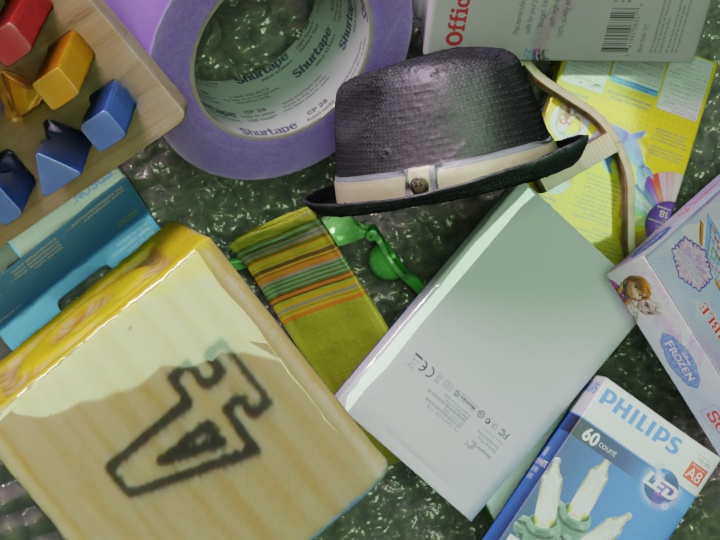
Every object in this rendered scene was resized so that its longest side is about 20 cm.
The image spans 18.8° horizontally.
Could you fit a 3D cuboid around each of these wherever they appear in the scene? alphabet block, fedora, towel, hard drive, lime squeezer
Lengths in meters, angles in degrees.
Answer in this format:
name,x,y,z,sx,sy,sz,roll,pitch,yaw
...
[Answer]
name,x,y,z,sx,sy,sz,roll,pitch,yaw
alphabet block,-0.127,0.106,1.466,0.196,0.195,0.200,-40,100,-8
fedora,0.051,-0.099,1.462,0.199,0.201,0.093,-13,98,-8
towel,-0.013,0.050,1.540,0.018,0.086,0.201,-43,106,-43
hard drive,0.093,0.056,1.516,0.132,0.025,0.200,41,88,-13
lime squeezer,0.000,0.000,1.572,0.198,0.038,0.071,18,87,-8

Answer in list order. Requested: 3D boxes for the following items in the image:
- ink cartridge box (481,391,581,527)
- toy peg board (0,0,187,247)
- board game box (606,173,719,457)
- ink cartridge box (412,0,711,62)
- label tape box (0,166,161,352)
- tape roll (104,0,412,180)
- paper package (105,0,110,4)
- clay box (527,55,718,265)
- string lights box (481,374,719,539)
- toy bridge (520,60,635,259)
name,x,y,z,sx,sy,sz,roll,pitch,yaw
ink cartridge box,0.115,0.112,1.576,0.103,0.059,0.201,-28,93,-5
toy peg board,-0.251,-0.106,1.380,0.199,0.098,0.200,-32,112,20
board game box,0.289,0.036,1.558,0.199,0.041,0.201,-36,95,-44
ink cartridge box,0.140,-0.246,1.514,0.198,0.148,0.146,0,51,-8
label tape box,-0.238,-0.049,1.525,0.144,0.063,0.201,-38,94,-6
tape roll,-0.070,-0.169,1.486,0.198,0.085,0.201,-17,130,-22
paper package,-0.156,-0.302,1.519,0.199,0.103,0.192,-32,94,-8
clay box,0.176,-0.073,1.593,0.114,0.048,0.202,18,89,-7
string lights box,0.151,0.184,1.520,0.102,0.059,0.201,34,88,-4
toy bridge,0.154,-0.078,1.552,0.067,0.027,0.201,-28,93,-6
